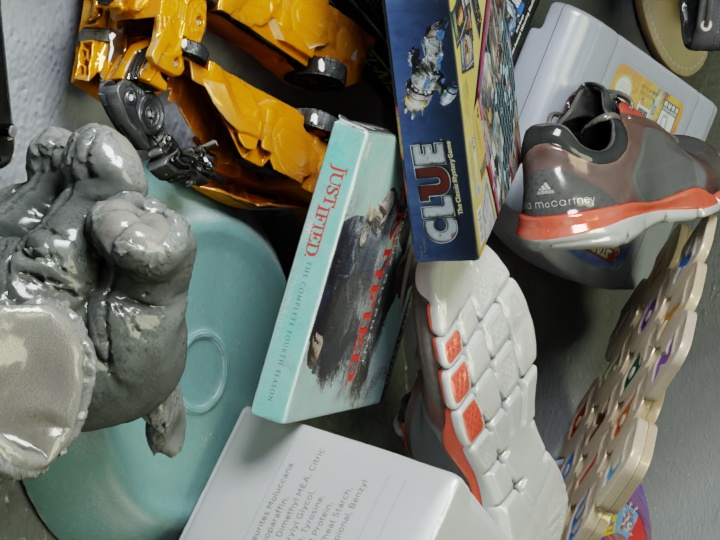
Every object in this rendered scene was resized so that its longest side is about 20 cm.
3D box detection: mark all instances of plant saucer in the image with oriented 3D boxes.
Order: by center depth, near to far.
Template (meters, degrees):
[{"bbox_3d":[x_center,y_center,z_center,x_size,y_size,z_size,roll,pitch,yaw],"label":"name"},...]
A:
[{"bbox_3d":[-0.089,0.047,1.407,0.200,0.036,0.201,-11,104,-51],"label":"plant saucer"}]

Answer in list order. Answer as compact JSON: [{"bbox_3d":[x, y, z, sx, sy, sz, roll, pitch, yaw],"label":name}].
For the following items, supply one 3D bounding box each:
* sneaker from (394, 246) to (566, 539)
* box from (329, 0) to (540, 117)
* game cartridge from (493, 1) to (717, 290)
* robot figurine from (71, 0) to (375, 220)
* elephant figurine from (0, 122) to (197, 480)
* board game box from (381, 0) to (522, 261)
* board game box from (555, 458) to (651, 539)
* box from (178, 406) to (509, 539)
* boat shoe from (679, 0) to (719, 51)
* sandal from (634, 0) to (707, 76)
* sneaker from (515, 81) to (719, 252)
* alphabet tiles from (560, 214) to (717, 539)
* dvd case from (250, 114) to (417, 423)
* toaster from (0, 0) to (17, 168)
[{"bbox_3d":[0.045,0.073,1.519,0.077,0.082,0.201,-39,126,-41],"label":"sneaker"},{"bbox_3d":[0.039,-0.197,1.523,0.193,0.047,0.201,49,57,-49],"label":"box"},{"bbox_3d":[0.133,-0.061,1.649,0.200,0.041,0.134,24,83,-58],"label":"game cartridge"},{"bbox_3d":[-0.067,-0.098,1.385,0.200,0.058,0.146,28,65,-51],"label":"robot figurine"},{"bbox_3d":[-0.175,0.029,1.241,0.200,0.155,0.142,-31,163,-34],"label":"elephant figurine"},{"bbox_3d":[0.044,-0.122,1.435,0.136,0.034,0.201,-61,146,-64],"label":"board game box"},{"bbox_3d":[0.133,0.190,1.714,0.200,0.039,0.159,-7,101,-52],"label":"board game box"},{"bbox_3d":[-0.011,0.206,1.425,0.201,0.130,0.199,-64,149,-17],"label":"box"},{"bbox_3d":[0.191,-0.221,1.657,0.066,0.070,0.201,-13,103,-12],"label":"boat shoe"},{"bbox_3d":[0.204,-0.211,1.716,0.078,0.069,0.213,-33,121,-45],"label":"sandal"},{"bbox_3d":[0.144,-0.064,1.565,0.200,0.077,0.082,-23,106,-62],"label":"sneaker"},{"bbox_3d":[0.150,0.067,1.614,0.200,0.015,0.196,-72,-172,-47],"label":"alphabet tiles"},{"bbox_3d":[0.000,0.000,1.446,0.200,0.022,0.147,0,107,-77],"label":"dvd case"},{"bbox_3d":[-0.239,-0.106,1.118,0.200,0.118,0.182,-22,112,-49],"label":"toaster"}]
